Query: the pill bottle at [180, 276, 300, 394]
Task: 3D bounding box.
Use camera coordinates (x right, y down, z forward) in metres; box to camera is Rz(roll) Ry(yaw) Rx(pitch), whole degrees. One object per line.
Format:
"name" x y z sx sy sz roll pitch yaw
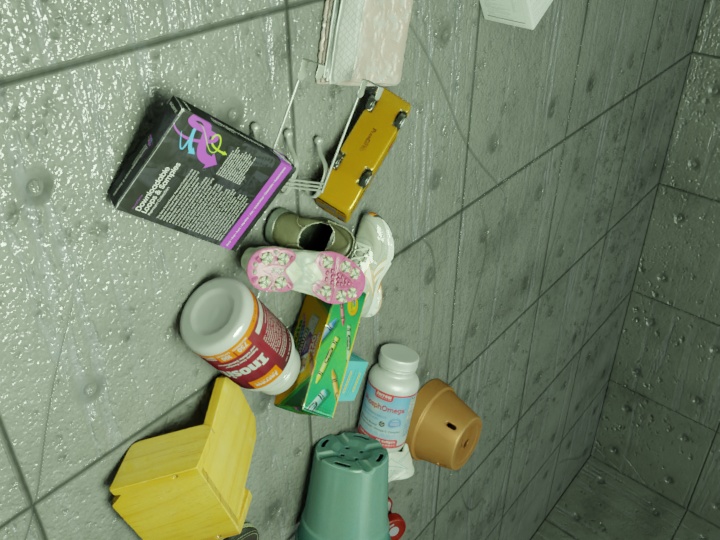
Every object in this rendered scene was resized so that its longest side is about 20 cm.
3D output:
"pill bottle" -0.163 0.104 1.001 0.114 0.112 0.201 -55 145 -14

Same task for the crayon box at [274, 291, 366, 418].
"crayon box" -0.065 0.126 1.100 0.057 0.118 0.205 23 73 -24

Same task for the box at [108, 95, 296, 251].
"box" -0.188 -0.111 0.849 0.144 0.036 0.199 -50 147 14

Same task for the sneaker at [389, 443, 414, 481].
"sneaker" 0.045 0.452 1.573 0.198 0.069 0.082 -15 100 -47

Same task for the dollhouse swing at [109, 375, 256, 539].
"dollhouse swing" -0.258 0.285 1.053 0.177 0.178 0.202 -14 135 1

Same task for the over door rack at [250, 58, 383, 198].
"over door rack" -0.074 -0.198 0.964 0.146 0.067 0.202 -3 133 -53

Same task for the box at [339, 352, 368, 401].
"box" -0.067 0.190 1.250 0.198 0.049 0.084 13 100 -57

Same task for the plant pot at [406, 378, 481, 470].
"plant pot" 0.203 0.387 1.678 0.199 0.138 0.204 -34 137 -39

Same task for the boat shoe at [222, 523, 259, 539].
"boat shoe" -0.242 0.508 1.188 0.198 0.064 0.075 -21 125 -49

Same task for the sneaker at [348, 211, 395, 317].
"sneaker" 0.000 0.000 1.208 0.091 0.075 0.205 -17 122 -44

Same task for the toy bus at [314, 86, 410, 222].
"toy bus" 0.005 -0.181 1.085 0.203 0.064 0.078 -60 176 -9

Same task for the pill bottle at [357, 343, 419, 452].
"pill bottle" 0.061 0.261 1.423 0.108 0.107 0.205 -13 120 -50

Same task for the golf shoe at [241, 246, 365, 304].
"golf shoe" -0.085 -0.002 1.021 0.196 0.091 0.077 14 95 -31

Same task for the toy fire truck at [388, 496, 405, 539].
"toy fire truck" -0.002 0.596 1.570 0.164 0.112 0.205 6 108 -28

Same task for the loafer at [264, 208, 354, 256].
"loafer" -0.066 -0.044 1.084 0.198 0.069 0.077 8 105 -56

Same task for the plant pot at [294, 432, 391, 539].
"plant pot" -0.025 0.443 1.358 0.198 0.197 0.201 -13 114 -50

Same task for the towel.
"towel" 0.016 -0.377 1.026 0.189 0.032 0.205 -20 127 -48

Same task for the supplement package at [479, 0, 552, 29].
"supplement package" 0.265 -0.542 1.200 0.111 0.112 0.201 -54 146 -13
